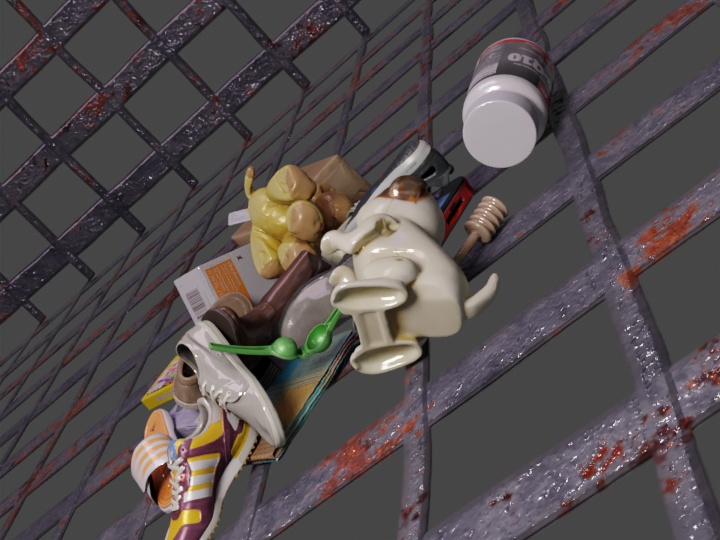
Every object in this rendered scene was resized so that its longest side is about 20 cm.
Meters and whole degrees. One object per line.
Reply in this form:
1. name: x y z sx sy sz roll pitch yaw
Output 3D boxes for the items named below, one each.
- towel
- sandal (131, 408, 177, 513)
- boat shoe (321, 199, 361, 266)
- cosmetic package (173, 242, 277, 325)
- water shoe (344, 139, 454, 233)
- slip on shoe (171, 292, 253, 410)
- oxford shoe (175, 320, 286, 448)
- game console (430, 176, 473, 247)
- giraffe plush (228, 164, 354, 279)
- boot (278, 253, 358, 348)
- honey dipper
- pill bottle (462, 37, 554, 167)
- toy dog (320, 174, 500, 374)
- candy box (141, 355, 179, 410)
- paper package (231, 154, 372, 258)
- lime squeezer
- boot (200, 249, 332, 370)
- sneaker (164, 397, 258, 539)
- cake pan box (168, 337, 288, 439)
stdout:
1. towel: -0.090 0.165 1.408 0.146 0.022 0.200 -21 29 53
2. sandal: -0.280 0.249 1.499 0.079 0.059 0.207 -63 28 12
3. boat shoe: 0.011 -0.074 1.629 0.200 0.062 0.072 -55 -9 -43
4. cosmetic package: -0.174 0.017 1.709 0.071 0.102 0.200 -26 2 44
5. water shoe: 0.049 -0.089 1.504 0.200 0.079 0.072 -47 12 46
6. slip on shoe: -0.202 0.097 1.540 0.061 0.076 0.200 90 -158 -47
7. oxford shoe: -0.155 0.141 1.326 0.058 0.200 0.075 -29 -33 -24
8. game console: 0.062 -0.038 1.524 0.177 0.031 0.200 -23 26 50
9. giraffe plush: -0.078 -0.072 1.676 0.200 0.162 0.173 18 104 51
10. boot: -0.019 0.043 1.392 0.200 0.068 0.131 -46 25 6
11. honey dipper: 0.110 -0.003 1.319 0.200 0.038 0.038 -55 19 -22
12. pill bottle: 0.199 -0.226 1.510 0.114 0.114 0.200 -34 19 30
13. toy dog: 0.048 -0.017 1.252 0.193 0.140 0.200 -17 42 12
14. candy box: -0.244 0.142 1.655 0.200 0.026 0.102 -28 19 47
15. paper package: -0.098 -0.091 1.913 0.191 0.104 0.200 -49 16 -23
16. lime squeezer: -0.077 0.078 1.332 0.199 0.071 0.038 -23 48 -7
17. boot: -0.115 0.033 1.457 0.200 0.064 0.187 -47 -15 -21
18. sneaker: -0.201 0.247 1.316 0.075 0.090 0.200 -26 33 50
19. cake pan box: -0.184 0.166 1.578 0.200 0.052 0.184 -19 31 56
